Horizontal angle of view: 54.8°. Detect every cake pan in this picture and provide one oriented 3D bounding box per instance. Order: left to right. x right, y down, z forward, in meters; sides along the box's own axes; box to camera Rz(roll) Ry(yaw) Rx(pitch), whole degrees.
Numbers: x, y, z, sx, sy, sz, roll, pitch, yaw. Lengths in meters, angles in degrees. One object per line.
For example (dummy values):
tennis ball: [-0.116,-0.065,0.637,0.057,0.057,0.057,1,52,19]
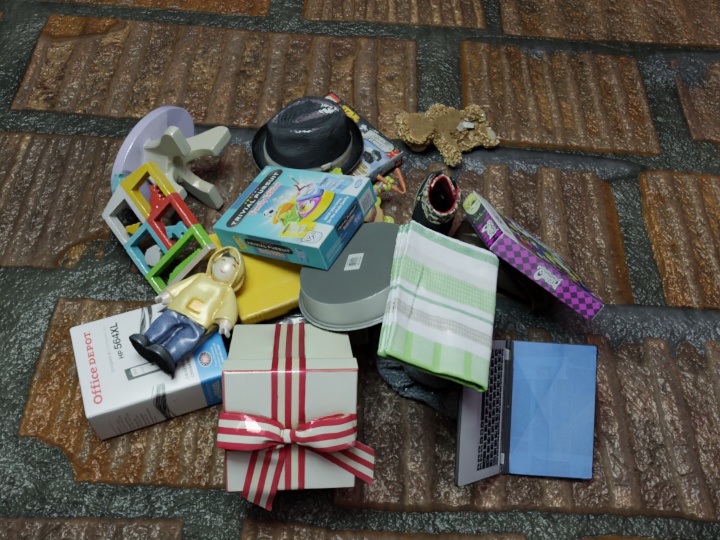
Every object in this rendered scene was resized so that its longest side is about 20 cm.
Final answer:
cake pan: [0.000,0.000,0.970,0.199,0.037,0.201,-15,37,12]

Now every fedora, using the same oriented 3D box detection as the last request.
fedora: [-0.092,-0.238,1.193,0.199,0.092,0.202,1,57,-2]

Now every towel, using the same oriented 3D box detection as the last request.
towel: [0.106,0.039,0.874,0.148,0.031,0.201,19,54,-10]

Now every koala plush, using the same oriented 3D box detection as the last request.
koala plush: [0.108,0.084,0.984,0.183,0.200,0.178,16,58,6]

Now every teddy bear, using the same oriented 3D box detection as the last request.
teddy bear: [0.162,-0.257,1.299,0.199,0.067,0.145,-25,71,-26]

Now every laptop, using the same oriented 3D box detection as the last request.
laptop: [0.226,0.190,0.931,0.115,0.200,0.189,0,85,37]

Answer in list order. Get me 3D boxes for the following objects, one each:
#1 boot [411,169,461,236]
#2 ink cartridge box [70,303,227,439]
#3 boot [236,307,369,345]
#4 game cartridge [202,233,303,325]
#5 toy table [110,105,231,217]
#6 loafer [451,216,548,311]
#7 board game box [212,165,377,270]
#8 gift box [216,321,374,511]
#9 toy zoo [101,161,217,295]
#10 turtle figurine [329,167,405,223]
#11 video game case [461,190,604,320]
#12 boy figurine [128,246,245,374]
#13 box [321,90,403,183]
boot: [0.130,-0.117,1.141,0.073,0.154,0.204,16,56,1]
ink cartridge box: [-0.294,0.132,0.990,0.199,0.084,0.147,-16,60,-15]
boot: [-0.087,0.104,1.043,0.199,0.073,0.183,6,58,-9]
game cartridge: [-0.125,-0.013,1.069,0.199,0.033,0.177,-20,55,-14]
toy table: [-0.306,-0.178,1.146,0.117,0.184,0.201,17,74,25]
loafer: [0.220,0.000,1.133,0.071,0.073,0.200,-38,64,-11]
board game box: [-0.098,-0.085,1.038,0.199,0.047,0.151,11,51,31]
gift box: [-0.082,0.186,0.893,0.183,0.201,0.187,-5,15,-4]
toy zoo: [-0.322,-0.073,1.075,0.200,0.131,0.020,53,25,6]
turtle figurine: [0.007,-0.105,1.156,0.161,0.064,0.201,28,62,-39]
video game case: [0.252,-0.026,1.039,0.199,0.036,0.181,33,18,-18]
boy figurine: [-0.220,0.050,0.963,0.124,0.065,0.200,28,60,21]
box: [-0.038,-0.232,1.273,0.137,0.040,0.200,-36,66,-23]
